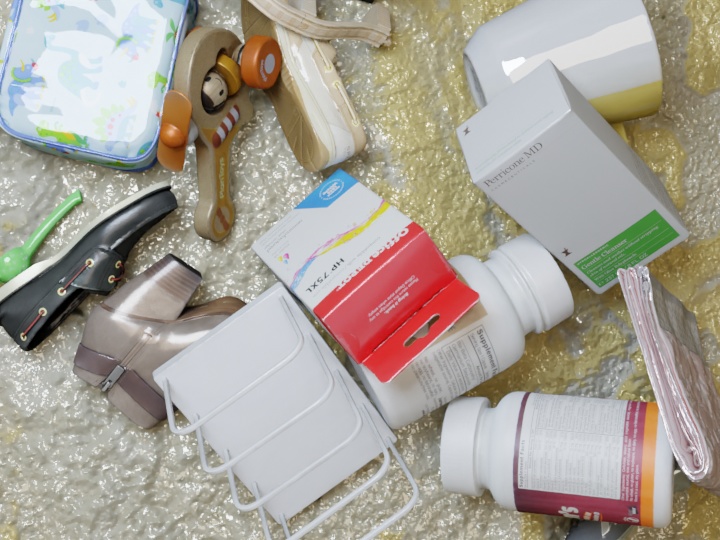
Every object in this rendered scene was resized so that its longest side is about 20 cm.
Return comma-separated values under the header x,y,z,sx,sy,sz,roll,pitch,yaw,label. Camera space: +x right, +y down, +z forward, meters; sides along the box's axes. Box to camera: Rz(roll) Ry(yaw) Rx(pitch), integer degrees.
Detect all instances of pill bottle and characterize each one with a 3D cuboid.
x,y,z,sx,sy,sz,roll,pitch,yaw,label
0.089,0.051,0.928,0.200,0.114,0.114,-29,91,-6,pill bottle
0.180,0.167,0.909,0.200,0.110,0.110,2,87,19,pill bottle

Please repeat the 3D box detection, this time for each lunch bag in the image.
x,y,z,sx,sy,sz,roll,pitch,yaw,label
-0.243,-0.201,0.918,0.161,0.082,0.200,12,87,-7,lunch bag

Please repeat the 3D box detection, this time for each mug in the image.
x,y,z,sx,sy,sz,roll,pitch,yaw,label
0.187,-0.175,0.937,0.153,0.149,0.187,-19,83,1,mug

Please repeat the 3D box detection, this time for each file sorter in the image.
x,y,z,sx,sy,sz,roll,pitch,yaw,label
-0.060,0.144,0.866,0.139,0.125,0.200,-35,115,-1,file sorter

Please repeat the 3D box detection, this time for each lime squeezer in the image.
x,y,z,sx,sy,sz,roll,pitch,yaw,label
-0.350,-0.017,0.922,0.200,0.038,0.071,-16,89,-6,lime squeezer

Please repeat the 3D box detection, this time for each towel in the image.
x,y,z,sx,sy,sz,roll,pitch,yaw,label
0.292,0.105,0.891,0.032,0.200,0.191,-22,63,24,towel

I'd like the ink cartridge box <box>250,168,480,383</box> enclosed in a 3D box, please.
x,y,z,sx,sy,sz,roll,pitch,yaw,label
0.000,0.000,0.878,0.116,0.200,0.067,-42,127,-6,ink cartridge box

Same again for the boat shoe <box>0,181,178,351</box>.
x,y,z,sx,sy,sz,roll,pitch,yaw,label
-0.243,-0.005,0.915,0.201,0.074,0.063,-38,87,0,boat shoe

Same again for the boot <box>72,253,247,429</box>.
x,y,z,sx,sy,sz,roll,pitch,yaw,label
-0.158,0.086,0.931,0.200,0.070,0.146,36,92,-6,boot

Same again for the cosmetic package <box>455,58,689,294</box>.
x,y,z,sx,sy,sz,roll,pitch,yaw,label
0.191,-0.079,0.901,0.108,0.085,0.200,-38,128,25,cosmetic package

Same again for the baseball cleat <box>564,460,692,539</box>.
x,y,z,sx,sy,sz,roll,pitch,yaw,label
0.240,0.209,0.972,0.200,0.070,0.106,-37,78,-11,baseball cleat

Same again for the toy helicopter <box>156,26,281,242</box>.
x,y,z,sx,sy,sz,roll,pitch,yaw,label
-0.136,-0.116,0.899,0.079,0.132,0.200,13,118,21,toy helicopter

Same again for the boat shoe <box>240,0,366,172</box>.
x,y,z,sx,sy,sz,roll,pitch,yaw,label
-0.053,-0.190,0.949,0.069,0.074,0.200,-17,81,-29,boat shoe

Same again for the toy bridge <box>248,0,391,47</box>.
x,y,z,sx,sy,sz,roll,pitch,yaw,label
-0.054,-0.247,0.917,0.200,0.027,0.067,18,50,-29,toy bridge

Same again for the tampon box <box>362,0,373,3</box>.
x,y,z,sx,sy,sz,roll,pitch,yaw,label
-0.056,-0.349,0.909,0.200,0.150,0.126,16,85,-5,tampon box
